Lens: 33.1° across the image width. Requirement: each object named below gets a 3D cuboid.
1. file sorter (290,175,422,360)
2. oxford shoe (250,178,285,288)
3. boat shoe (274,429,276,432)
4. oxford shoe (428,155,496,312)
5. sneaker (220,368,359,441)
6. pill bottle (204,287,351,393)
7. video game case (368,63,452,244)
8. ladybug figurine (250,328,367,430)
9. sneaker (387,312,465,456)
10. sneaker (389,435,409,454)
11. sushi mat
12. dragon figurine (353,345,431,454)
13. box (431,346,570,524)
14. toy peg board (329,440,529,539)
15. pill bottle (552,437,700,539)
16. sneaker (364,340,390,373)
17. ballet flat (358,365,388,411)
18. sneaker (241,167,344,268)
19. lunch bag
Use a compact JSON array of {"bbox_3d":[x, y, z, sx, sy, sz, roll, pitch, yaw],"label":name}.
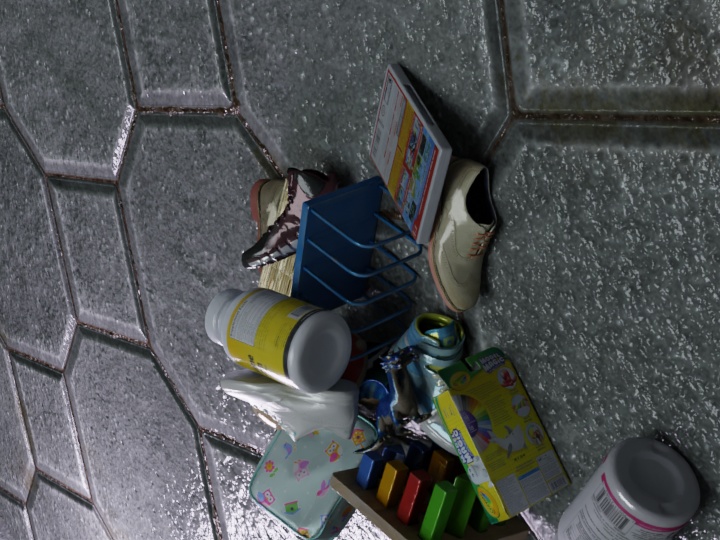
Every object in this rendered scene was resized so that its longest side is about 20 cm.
[{"bbox_3d":[0.000,0.000,1.651,0.123,0.138,0.201,36,132,34],"label":"file sorter"},{"bbox_3d":[-0.115,-0.041,1.844,0.075,0.070,0.201,0,108,46],"label":"oxford shoe"},{"bbox_3d":[-0.097,0.249,1.950,0.072,0.072,0.201,-24,87,55],"label":"boat shoe"},{"bbox_3d":[0.131,-0.040,1.511,0.074,0.071,0.201,13,116,47],"label":"oxford shoe"},{"bbox_3d":[-0.100,0.187,1.648,0.199,0.075,0.089,8,106,20],"label":"sneaker"},{"bbox_3d":[-0.116,0.086,1.628,0.199,0.112,0.113,17,119,42],"label":"pill bottle"},{"bbox_3d":[0.060,-0.151,1.540,0.200,0.017,0.144,-115,29,-46],"label":"video game case"},{"bbox_3d":[-0.079,0.148,1.718,0.200,0.072,0.136,-34,66,16],"label":"ladybug figurine"},{"bbox_3d":[0.116,0.144,1.610,0.200,0.079,0.131,52,142,23],"label":"sneaker"},{"bbox_3d":[0.017,0.285,1.826,0.199,0.105,0.076,12,76,23],"label":"sneaker"},{"bbox_3d":[-0.092,-0.033,1.801,0.095,0.012,0.201,23,117,12],"label":"sushi mat"},{"bbox_3d":[0.036,0.173,1.627,0.100,0.059,0.200,67,150,19],"label":"dragon figurine"},{"bbox_3d":[0.171,0.204,1.530,0.048,0.117,0.201,-34,77,53],"label":"box"},{"bbox_3d":[0.103,0.279,1.605,0.199,0.199,0.098,35,116,40],"label":"toy peg board"},{"bbox_3d":[0.298,0.293,1.404,0.114,0.113,0.200,51,141,25],"label":"pill bottle"},{"bbox_3d":[-0.053,0.112,1.778,0.199,0.072,0.083,-6,107,28],"label":"sneaker"},{"bbox_3d":[0.001,0.174,1.807,0.200,0.071,0.065,5,137,55],"label":"ballet flat"},{"bbox_3d":[-0.100,-0.085,1.744,0.199,0.076,0.116,-23,93,20],"label":"sneaker"},{"bbox_3d":[-0.061,0.278,1.757,0.160,0.077,0.201,29,84,29],"label":"lunch bag"}]
